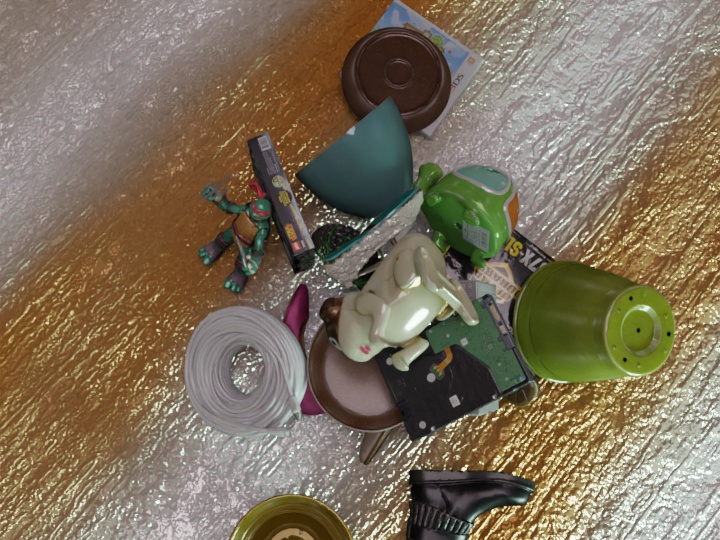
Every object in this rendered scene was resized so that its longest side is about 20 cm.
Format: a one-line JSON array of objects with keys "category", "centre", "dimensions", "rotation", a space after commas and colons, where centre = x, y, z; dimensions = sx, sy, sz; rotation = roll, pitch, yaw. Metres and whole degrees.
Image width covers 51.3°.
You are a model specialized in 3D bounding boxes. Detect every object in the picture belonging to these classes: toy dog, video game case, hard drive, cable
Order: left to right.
[{"category": "cable", "centre": [-0.177, 0.157, 1.167], "dimensions": [0.196, 0.069, 0.204], "rotation": [-5, 88, 18]}, {"category": "toy dog", "centre": [0.034, 0.046, 1.068], "dimensions": [0.199, 0.139, 0.196], "rotation": [-37, 50, 17]}, {"category": "video game case", "centre": [0.093, -0.363, 1.343], "dimensions": [0.199, 0.022, 0.183], "rotation": [35, 78, 4]}, {"category": "hard drive", "centre": [0.133, 0.142, 1.090], "dimensions": [0.198, 0.038, 0.141], "rotation": [-32, 73, 18]}]

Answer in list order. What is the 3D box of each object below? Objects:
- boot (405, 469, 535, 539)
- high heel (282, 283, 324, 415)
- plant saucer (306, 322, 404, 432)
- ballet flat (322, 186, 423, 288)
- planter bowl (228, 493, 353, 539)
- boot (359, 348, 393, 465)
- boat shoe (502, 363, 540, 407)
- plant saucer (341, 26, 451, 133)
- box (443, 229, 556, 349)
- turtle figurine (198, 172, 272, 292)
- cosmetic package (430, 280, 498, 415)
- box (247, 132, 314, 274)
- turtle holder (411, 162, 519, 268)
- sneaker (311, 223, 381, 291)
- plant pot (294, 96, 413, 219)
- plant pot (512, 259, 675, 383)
[{"category": "boot", "centre": [0.168, 0.395, 1.161], "dimensions": [0.207, 0.080, 0.161], "rotation": [0, 71, 7]}, {"category": "high heel", "centre": [-0.083, 0.127, 1.208], "dimensions": [0.094, 0.067, 0.204], "rotation": [11, 92, 9]}, {"category": "plant saucer", "centre": [0.015, 0.149, 1.165], "dimensions": [0.196, 0.037, 0.204], "rotation": [0, 73, 1]}, {"category": "ballet flat", "centre": [0.028, -0.046, 1.151], "dimensions": [0.199, 0.072, 0.072], "rotation": [-39, 83, -13]}, {"category": "planter bowl", "centre": [-0.105, 0.441, 1.135], "dimensions": [0.196, 0.084, 0.204], "rotation": [1, 78, -4]}, {"category": "boot", "centre": [0.008, 0.188, 1.208], "dimensions": [0.145, 0.070, 0.201], "rotation": [33, 77, 10]}, {"category": "boat shoe", "centre": [0.212, 0.142, 1.227], "dimensions": [0.073, 0.065, 0.200], "rotation": [-49, 66, 18]}, {"category": "plant saucer", "centre": [0.065, -0.339, 1.309], "dimensions": [0.196, 0.035, 0.204], "rotation": [1, 80, -4]}, {"category": "box", "centre": [0.230, 0.011, 1.263], "dimensions": [0.199, 0.049, 0.160], "rotation": [38, 77, 5]}, {"category": "turtle figurine", "centre": [-0.187, -0.058, 1.176], "dimensions": [0.100, 0.201, 0.151], "rotation": [-16, 66, -36]}, {"category": "cosmetic package", "centre": [0.162, 0.119, 1.159], "dimensions": [0.089, 0.106, 0.204], "rotation": [0, 83, 26]}, {"category": "box", "centre": [-0.128, -0.105, 1.218], "dimensions": [0.039, 0.137, 0.203], "rotation": [-21, 80, -8]}, {"category": "turtle holder", "centre": [0.171, -0.102, 1.206], "dimensions": [0.132, 0.184, 0.142], "rotation": [-45, 120, -25]}, {"category": "sneaker", "centre": [0.000, 0.000, 1.212], "dimensions": [0.199, 0.085, 0.079], "rotation": [36, 69, -16]}, {"category": "plant pot", "centre": [0.010, -0.166, 1.221], "dimensions": [0.199, 0.200, 0.135], "rotation": [-41, 99, -10]}, {"category": "plant pot", "centre": [0.368, 0.085, 1.153], "dimensions": [0.197, 0.193, 0.205], "rotation": [0, 90, -18]}]
